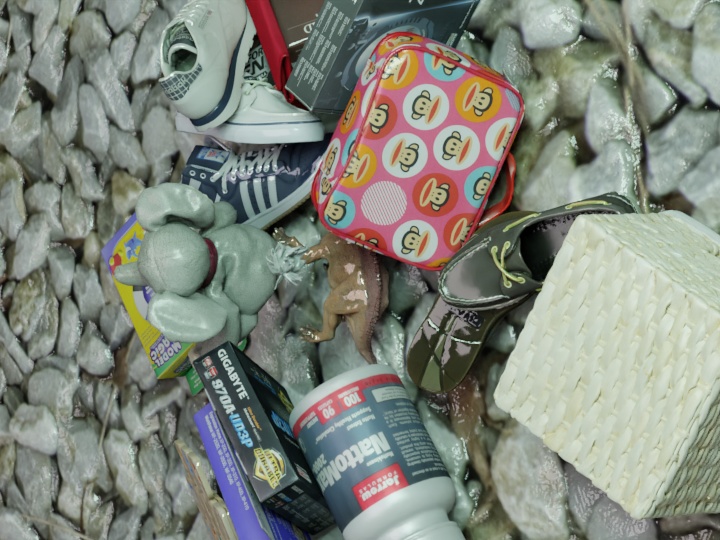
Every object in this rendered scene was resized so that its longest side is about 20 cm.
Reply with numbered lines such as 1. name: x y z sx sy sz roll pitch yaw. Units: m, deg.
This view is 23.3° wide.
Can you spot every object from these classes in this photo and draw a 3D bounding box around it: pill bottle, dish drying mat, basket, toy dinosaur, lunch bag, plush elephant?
1. pill bottle: 0.023 0.203 1.680 0.120 0.119 0.201 -44 64 33
2. dish drying mat: -0.101 -0.263 1.719 0.077 0.018 0.201 86 166 -59
3. basket: 0.251 0.075 1.447 0.198 0.160 0.201 39 114 35
4. toy dinosaur: 0.000 0.000 1.719 0.135 0.086 0.201 -20 78 39
5. lunch bag: 0.065 -0.105 1.617 0.201 0.175 0.082 -64 17 14
6. plush elephant: -0.165 0.001 1.705 0.200 0.154 0.166 -22 64 53

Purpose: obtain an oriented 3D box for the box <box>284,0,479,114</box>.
1. box: 0.034 -0.240 1.634 0.044 0.160 0.201 43 117 32

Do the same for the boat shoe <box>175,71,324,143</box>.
1. boat shoe: -0.117 -0.165 1.748 0.199 0.073 0.067 9 102 40

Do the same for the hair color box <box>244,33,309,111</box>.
1. hair color box: -0.110 -0.252 1.829 0.101 0.061 0.201 -26 73 39

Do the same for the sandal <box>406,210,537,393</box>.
1. sandal: 0.116 0.028 1.633 0.081 0.055 0.201 33 104 11

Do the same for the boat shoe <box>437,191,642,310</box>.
1. boat shoe: 0.153 -0.017 1.556 0.200 0.061 0.072 -24 86 19

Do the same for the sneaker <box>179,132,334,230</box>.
1. sneaker: -0.109 -0.107 1.795 0.108 0.070 0.200 44 130 -14

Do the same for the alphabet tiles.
1. alphabet tiles: -0.143 0.270 1.813 0.197 0.015 0.200 68 168 -10

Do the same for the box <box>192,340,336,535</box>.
1. box: -0.087 0.169 1.731 0.046 0.200 0.160 -30 67 3

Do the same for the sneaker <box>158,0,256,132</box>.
1. sneaker: -0.157 -0.234 1.736 0.076 0.080 0.201 -28 42 29

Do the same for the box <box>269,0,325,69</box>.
1. box: -0.054 -0.312 1.744 0.100 0.075 0.201 -19 77 2

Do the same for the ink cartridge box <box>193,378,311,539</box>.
1. ink cartridge box: -0.104 0.228 1.725 0.043 0.200 0.199 -29 50 3

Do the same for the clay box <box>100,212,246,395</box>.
1. clay box: -0.207 0.028 1.931 0.115 0.047 0.201 -43 62 34
